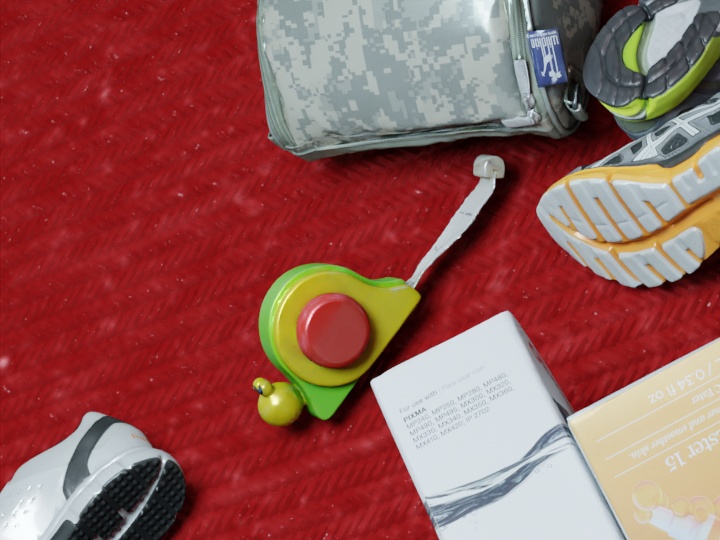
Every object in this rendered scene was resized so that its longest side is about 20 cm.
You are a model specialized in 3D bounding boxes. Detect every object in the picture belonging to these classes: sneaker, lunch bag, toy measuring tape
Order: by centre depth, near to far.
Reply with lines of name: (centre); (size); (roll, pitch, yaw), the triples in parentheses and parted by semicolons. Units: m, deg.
sneaker: (0.181, -0.051, 1.335); (0.199, 0.078, 0.077); (-17, 32, 43)
sneaker: (0.208, -0.146, 1.385); (0.200, 0.081, 0.074); (-41, 56, -8)
toy measuring tape: (0.000, 0.000, 1.398); (0.073, 0.074, 0.201); (32, 82, 32)
sneaker: (-0.190, 0.163, 1.408); (0.200, 0.074, 0.080); (-40, 42, -6)
lunch bag: (0.041, -0.151, 1.419); (0.199, 0.139, 0.169); (-5, 75, 29)

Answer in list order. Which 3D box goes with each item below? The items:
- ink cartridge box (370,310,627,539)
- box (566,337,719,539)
ink cartridge box: (0.095, 0.142, 1.243); (0.084, 0.145, 0.201); (-28, 57, 5)
box: (0.202, 0.132, 1.189); (0.124, 0.097, 0.201); (-29, 82, 8)
